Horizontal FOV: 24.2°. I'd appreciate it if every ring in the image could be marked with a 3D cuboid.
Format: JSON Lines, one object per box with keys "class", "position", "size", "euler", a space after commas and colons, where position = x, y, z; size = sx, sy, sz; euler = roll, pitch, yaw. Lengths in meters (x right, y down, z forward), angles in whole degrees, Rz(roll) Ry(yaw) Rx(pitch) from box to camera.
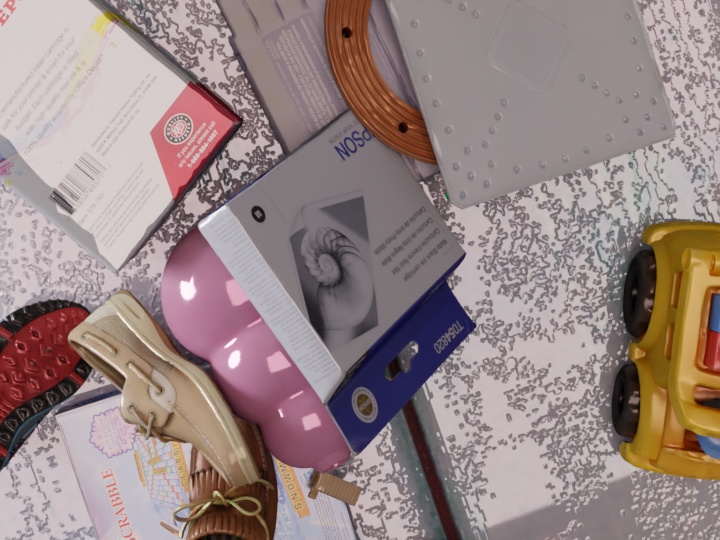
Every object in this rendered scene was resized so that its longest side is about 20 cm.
{"class": "ring", "position": [0.063, -0.180, 1.294], "size": [0.198, 0.019, 0.203], "euler": [3, 82, -21]}

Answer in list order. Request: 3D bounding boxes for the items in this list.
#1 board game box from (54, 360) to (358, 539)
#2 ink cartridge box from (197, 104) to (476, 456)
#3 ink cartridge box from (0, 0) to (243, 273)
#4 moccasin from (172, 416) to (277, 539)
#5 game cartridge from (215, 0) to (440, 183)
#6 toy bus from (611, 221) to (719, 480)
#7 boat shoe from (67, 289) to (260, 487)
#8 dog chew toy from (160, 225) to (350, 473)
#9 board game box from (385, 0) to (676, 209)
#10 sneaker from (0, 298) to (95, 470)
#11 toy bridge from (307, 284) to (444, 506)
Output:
{"class": "board game box", "position": [-0.117, 0.174, 1.331], "size": [0.197, 0.041, 0.202], "euler": [-17, 95, -2]}
{"class": "ink cartridge box", "position": [0.000, 0.000, 1.226], "size": [0.040, 0.200, 0.201], "euler": [-28, 100, 40]}
{"class": "ink cartridge box", "position": [-0.207, -0.120, 1.248], "size": [0.200, 0.145, 0.146], "euler": [40, 93, -6]}
{"class": "moccasin", "position": [-0.102, 0.197, 1.262], "size": [0.073, 0.078, 0.204], "euler": [4, 78, 3]}
{"class": "game cartridge", "position": [-0.017, -0.149, 1.312], "size": [0.129, 0.038, 0.202], "euler": [-26, 96, 4]}
{"class": "toy bus", "position": [0.278, 0.072, 1.268], "size": [0.134, 0.192, 0.203], "euler": [6, 96, -5]}
{"class": "boat shoe", "position": [-0.145, 0.098, 1.240], "size": [0.064, 0.072, 0.200], "euler": [-34, 52, -16]}
{"class": "dog chew toy", "position": [-0.065, 0.056, 1.245], "size": [0.124, 0.125, 0.201], "euler": [-29, 79, 0]}
{"class": "board game box", "position": [0.125, -0.170, 1.286], "size": [0.198, 0.026, 0.202], "euler": [-19, 91, -17]}
{"class": "sneaker", "position": [-0.282, 0.103, 1.299], "size": [0.079, 0.095, 0.200], "euler": [43, 66, -6]}
{"class": "toy bridge", "position": [0.000, 0.084, 1.309], "size": [0.067, 0.027, 0.202], "euler": [25, 81, -16]}
